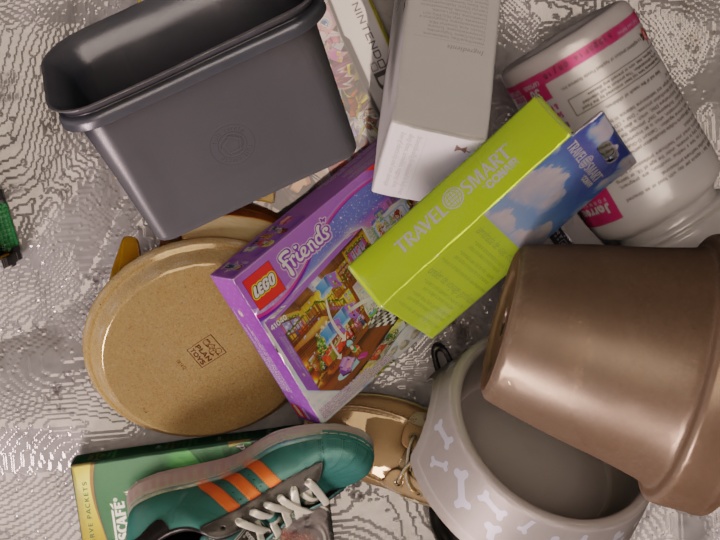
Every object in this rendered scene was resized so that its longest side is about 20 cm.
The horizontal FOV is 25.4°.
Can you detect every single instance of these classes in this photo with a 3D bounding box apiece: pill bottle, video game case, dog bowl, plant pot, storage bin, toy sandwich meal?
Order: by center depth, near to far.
[{"bbox_3d":[0.182,0.056,1.126,0.174,0.200,0.201,15,94,0],"label":"plant pot"},{"bbox_3d":[-0.105,-0.123,1.128,0.200,0.146,0.135,-24,123,0],"label":"storage bin"},{"bbox_3d":[0.137,0.131,1.208,0.200,0.200,0.059,25,136,-6],"label":"dog bowl"},{"bbox_3d":[0.204,-0.095,1.227,0.113,0.113,0.200,-32,96,0],"label":"pill bottle"},{"bbox_3d":[-0.122,0.038,1.238,0.205,0.070,0.206,-6,124,-9],"label":"toy sandwich meal"},{"bbox_3d":[-0.064,-0.131,1.250,0.200,0.026,0.181,-24,97,-1],"label":"video game case"}]

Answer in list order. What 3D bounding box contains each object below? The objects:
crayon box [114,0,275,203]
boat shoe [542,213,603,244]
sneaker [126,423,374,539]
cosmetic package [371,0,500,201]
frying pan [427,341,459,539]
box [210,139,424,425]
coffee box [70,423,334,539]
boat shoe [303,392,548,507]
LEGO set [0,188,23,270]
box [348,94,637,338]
[{"bbox_3d":[-0.111,-0.159,1.207,0.127,0.051,0.201,10,94,-4],"label":"crayon box"},{"bbox_3d":[0.143,-0.004,1.237,0.072,0.066,0.200,-37,94,-21],"label":"boat shoe"},{"bbox_3d":[-0.080,0.178,1.187,0.200,0.080,0.071,-20,138,12],"label":"sneaker"},{"bbox_3d":[0.058,-0.159,1.175,0.074,0.102,0.200,11,62,-4],"label":"cosmetic package"},{"bbox_3d":[0.085,0.162,1.285,0.115,0.031,0.190,-44,94,-1],"label":"frying pan"},{"bbox_3d":[0.000,0.000,1.207,0.200,0.039,0.137,-40,114,-23],"label":"box"},{"bbox_3d":[-0.123,0.194,1.268,0.199,0.044,0.123,-6,96,-3],"label":"coffee box"},{"bbox_3d":[0.054,0.145,1.233,0.200,0.065,0.071,17,92,-8],"label":"boat shoe"},{"bbox_3d":[-0.337,-0.057,1.192,0.153,0.116,0.201,-7,95,-3],"label":"LEGO set"},{"bbox_3d":[0.096,-0.041,1.131,0.200,0.122,0.048,-42,66,7],"label":"box"}]
